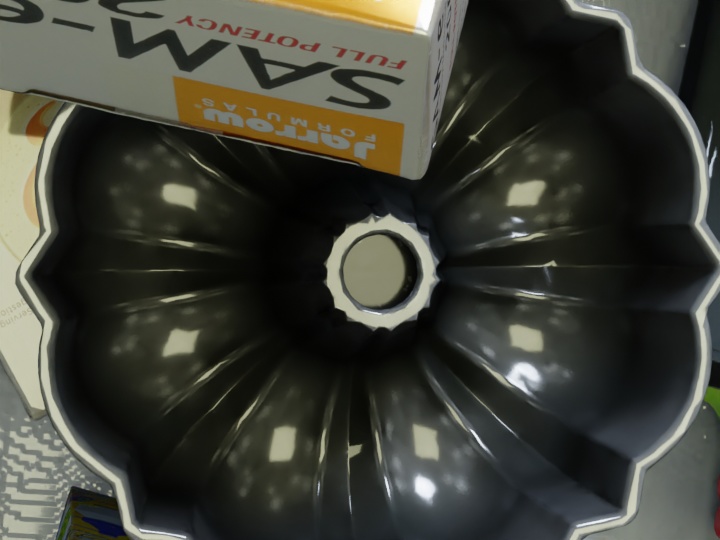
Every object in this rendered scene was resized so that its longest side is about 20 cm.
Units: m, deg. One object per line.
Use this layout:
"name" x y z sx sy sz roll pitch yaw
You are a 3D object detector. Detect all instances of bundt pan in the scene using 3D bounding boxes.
"bundt pan" 0.000 0.000 0.665 0.201 0.076 0.202 0 91 -9

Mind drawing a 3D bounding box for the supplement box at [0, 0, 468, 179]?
"supplement box" -0.021 -0.136 0.604 0.126 0.074 0.200 12 63 4

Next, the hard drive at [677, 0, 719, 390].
"hard drive" 0.178 -0.047 0.780 0.139 0.033 0.200 17 73 -8

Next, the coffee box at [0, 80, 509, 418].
"coffee box" -0.045 -0.050 0.746 0.200 0.080 0.115 -27 95 -6

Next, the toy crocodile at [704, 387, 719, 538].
"toy crocodile" 0.153 0.122 0.793 0.062 0.068 0.200 -10 91 -3

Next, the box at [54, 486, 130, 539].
"box" -0.013 0.163 0.708 0.200 0.193 0.122 17 90 -8
